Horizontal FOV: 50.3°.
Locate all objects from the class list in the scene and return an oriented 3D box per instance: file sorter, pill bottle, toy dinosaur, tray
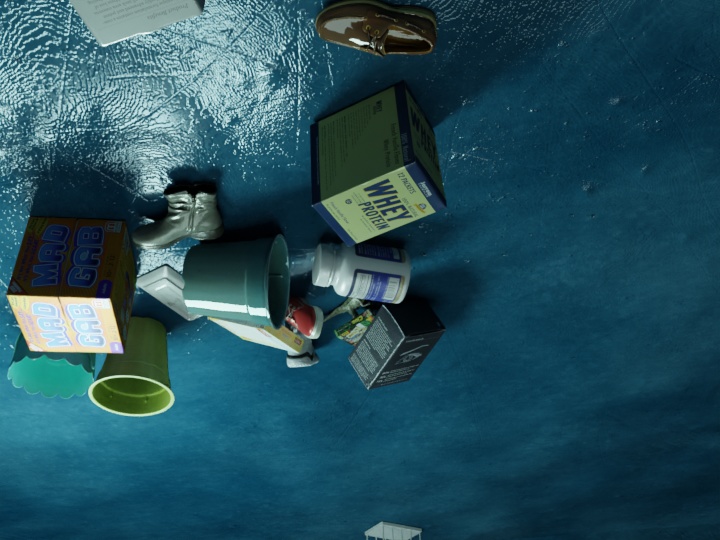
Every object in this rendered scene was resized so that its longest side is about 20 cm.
[{"bbox_3d":[0.138,1.124,3.138,0.198,0.126,0.139,18,139,-26],"label":"file sorter"},{"bbox_3d":[0.000,0.000,1.670,0.197,0.121,0.120,9,141,-14],"label":"pill bottle"},{"bbox_3d":[-0.010,0.092,1.856,0.087,0.048,0.200,25,139,-27],"label":"toy dinosaur"},{"bbox_3d":[-0.429,0.063,1.805,0.106,0.022,0.200,-21,139,23],"label":"tray"}]

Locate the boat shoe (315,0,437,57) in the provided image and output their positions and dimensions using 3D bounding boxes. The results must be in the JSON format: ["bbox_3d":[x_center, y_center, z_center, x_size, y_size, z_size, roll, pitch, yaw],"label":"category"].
[{"bbox_3d":[0.027,-0.380,1.219,0.197,0.068,0.072,2,143,-6],"label":"boat shoe"}]

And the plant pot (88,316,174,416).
[{"bbox_3d":[-0.542,0.222,1.865,0.197,0.192,0.201,-1,143,-1],"label":"plant pot"}]

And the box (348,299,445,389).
[{"bbox_3d":[0.087,0.177,1.851,0.147,0.105,0.201,-4,137,-42],"label":"box"}]

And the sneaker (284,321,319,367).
[{"bbox_3d":[-0.147,0.180,1.937,0.074,0.117,0.200,-4,177,3],"label":"sneaker"}]

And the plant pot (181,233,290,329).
[{"bbox_3d":[-0.266,0.022,1.636,0.193,0.202,0.201,1,143,7],"label":"plant pot"}]

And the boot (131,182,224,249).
[{"bbox_3d":[-0.377,-0.118,1.548,0.197,0.068,0.132,-10,138,-3],"label":"boot"}]

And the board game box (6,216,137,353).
[{"bbox_3d":[-0.592,0.033,1.606,0.197,0.202,0.201,2,142,-6],"label":"board game box"}]

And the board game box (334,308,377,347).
[{"bbox_3d":[0.023,0.155,1.894,0.104,0.024,0.200,-35,150,11],"label":"board game box"}]

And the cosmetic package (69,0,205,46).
[{"bbox_3d":[-0.319,-0.448,1.028,0.165,0.168,0.201,-12,141,13],"label":"cosmetic package"}]

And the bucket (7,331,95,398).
[{"bbox_3d":[-0.745,0.207,1.878,0.204,0.136,0.208,-2,143,-2],"label":"bucket"}]

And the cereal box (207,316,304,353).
[{"bbox_3d":[-0.247,0.138,1.820,0.198,0.040,0.144,8,158,37],"label":"cereal box"}]

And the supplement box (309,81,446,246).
[{"bbox_3d":[0.028,-0.187,1.362,0.198,0.202,0.134,-21,141,20],"label":"supplement box"}]

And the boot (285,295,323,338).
[{"bbox_3d":[-0.171,0.095,1.741,0.143,0.200,0.073,16,96,-25],"label":"boot"}]
